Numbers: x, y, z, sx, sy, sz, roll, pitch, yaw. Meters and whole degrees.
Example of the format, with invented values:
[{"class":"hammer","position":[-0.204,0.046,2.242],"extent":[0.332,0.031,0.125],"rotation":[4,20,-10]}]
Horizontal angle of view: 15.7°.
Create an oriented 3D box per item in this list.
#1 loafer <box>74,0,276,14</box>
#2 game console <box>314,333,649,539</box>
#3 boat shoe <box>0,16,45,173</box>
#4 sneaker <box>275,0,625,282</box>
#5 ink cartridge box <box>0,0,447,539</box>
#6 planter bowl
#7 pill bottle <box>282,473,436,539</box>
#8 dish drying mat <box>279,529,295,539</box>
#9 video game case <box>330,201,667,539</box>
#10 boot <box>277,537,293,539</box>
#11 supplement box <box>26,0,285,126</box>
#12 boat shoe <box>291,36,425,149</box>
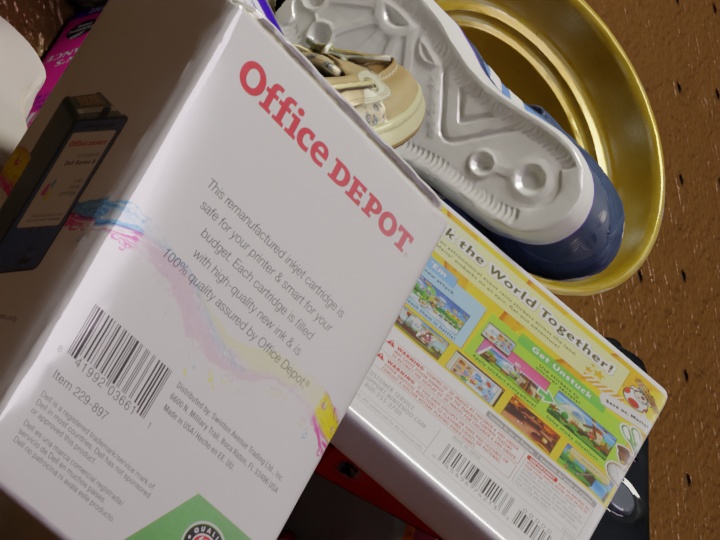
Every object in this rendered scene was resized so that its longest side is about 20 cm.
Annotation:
[{"class":"loafer","position":[-0.069,-0.126,1.309],"extent":[0.200,0.075,0.069],"rotation":[43,47,-48]},{"class":"game console","position":[0.049,0.055,1.190],"extent":[0.199,0.031,0.178],"rotation":[30,39,-17]},{"class":"boat shoe","position":[-0.181,-0.047,1.070],"extent":[0.074,0.093,0.200],"rotation":[32,17,-19]},{"class":"sneaker","position":[0.049,-0.067,1.311],"extent":[0.200,0.081,0.146],"rotation":[41,0,19]},{"class":"ink cartridge box","position":[-0.074,0.017,0.977],"extent":[0.145,0.087,0.201],"rotation":[44,68,-37]},{"class":"planter bowl","position":[0.069,-0.067,1.429],"extent":[0.199,0.083,0.202],"rotation":[19,58,-34]},{"class":"pill bottle","position":[0.015,0.117,1.328],"extent":[0.200,0.109,0.110],"rotation":[12,68,-61]},{"class":"dish drying mat","position":[-0.091,0.155,1.154],"extent":[0.200,0.018,0.077],"rotation":[4,115,-63]},{"class":"video game case","position":[0.034,0.038,1.155],"extent":[0.200,0.023,0.182],"rotation":[40,33,1]},{"class":"boot","position":[-0.076,0.152,1.077],"extent":[0.200,0.075,0.108],"rotation":[-35,141,-42]},{"class":"supplement box","position":[-0.101,-0.039,1.177],"extent":[0.104,0.101,0.201],"rotation":[61,30,-28]},{"class":"boat shoe","position":[-0.032,-0.071,1.133],"extent":[0.200,0.073,0.063],"rotation":[-33,109,-61]}]
